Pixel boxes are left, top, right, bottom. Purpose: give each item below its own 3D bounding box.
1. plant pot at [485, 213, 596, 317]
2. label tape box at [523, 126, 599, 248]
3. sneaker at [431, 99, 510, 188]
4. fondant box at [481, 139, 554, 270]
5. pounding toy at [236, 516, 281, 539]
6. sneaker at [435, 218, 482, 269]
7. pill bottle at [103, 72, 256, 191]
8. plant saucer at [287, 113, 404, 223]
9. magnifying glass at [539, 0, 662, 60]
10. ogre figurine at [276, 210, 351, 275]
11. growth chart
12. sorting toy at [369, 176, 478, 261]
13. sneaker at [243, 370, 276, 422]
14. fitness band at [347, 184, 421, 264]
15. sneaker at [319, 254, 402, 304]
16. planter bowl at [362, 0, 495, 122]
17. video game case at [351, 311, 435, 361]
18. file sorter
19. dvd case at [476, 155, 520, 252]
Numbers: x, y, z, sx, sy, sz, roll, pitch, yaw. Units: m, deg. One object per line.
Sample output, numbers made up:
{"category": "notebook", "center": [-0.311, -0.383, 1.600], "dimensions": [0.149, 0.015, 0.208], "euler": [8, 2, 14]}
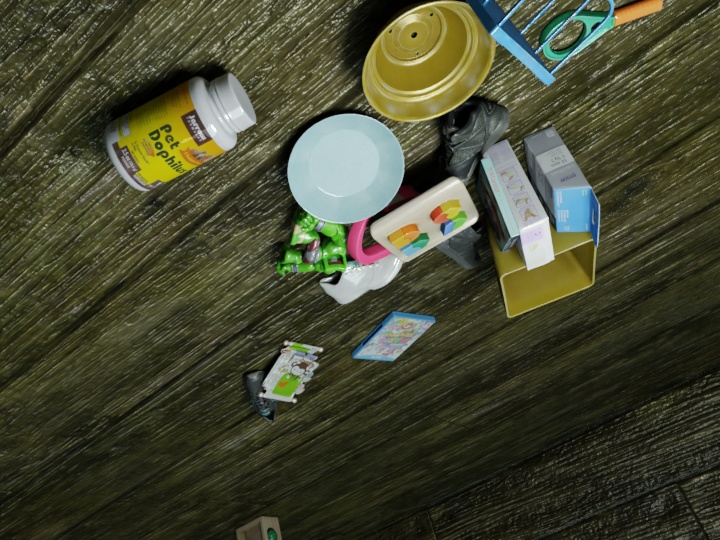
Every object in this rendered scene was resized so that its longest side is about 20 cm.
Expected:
{"category": "plant pot", "center": [0.364, -0.049, 1.362], "dimensions": [0.198, 0.178, 0.200], "euler": [-22, 148, 5]}
{"category": "label tape box", "center": [0.379, -0.147, 1.211], "dimensions": [0.065, 0.202, 0.144], "euler": [-20, 146, 7]}
{"category": "sneaker", "center": [0.162, -0.216, 1.128], "dimensions": [0.113, 0.077, 0.200], "euler": [9, 134, -32]}
{"category": "fondant box", "center": [0.294, -0.123, 1.206], "dimensions": [0.058, 0.201, 0.145], "euler": [-23, 145, 7]}
{"category": "pounding toy", "center": [-0.385, 1.132, 2.662], "dimensions": [0.199, 0.185, 0.142], "euler": [-34, 143, 22]}
{"category": "sneaker", "center": [0.227, -0.070, 1.374], "dimensions": [0.104, 0.061, 0.199], "euler": [-34, 140, 30]}
{"category": "pill bottle", "center": [-0.253, -0.201, 0.919], "dimensions": [0.198, 0.110, 0.109], "euler": [-25, 146, 9]}
{"category": "plant saucer", "center": [-0.026, -0.176, 1.094], "dimensions": [0.199, 0.039, 0.203], "euler": [-6, 125, -8]}
{"category": "magnifying glass", "center": [0.383, -0.394, 1.028], "dimensions": [0.198, 0.023, 0.080], "euler": [-21, 146, 2]}
{"category": "ogre figurine", "center": [-0.085, -0.044, 1.234], "dimensions": [0.119, 0.099, 0.201], "euler": [10, 127, -19]}
{"category": "growth chart", "center": [-0.175, 0.261, 1.646], "dimensions": [0.144, 0.018, 0.201], "euler": [11, 118, -38]}
{"category": "sorting toy", "center": [0.127, -0.083, 1.196], "dimensions": [0.184, 0.037, 0.200], "euler": [-30, 157, 11]}
{"category": "sneaker", "center": [-0.254, 0.331, 1.695], "dimensions": [0.075, 0.080, 0.201], "euler": [-16, 144, -1]}
{"category": "fitness band", "center": [0.050, -0.087, 1.225], "dimensions": [0.199, 0.037, 0.145], "euler": [-24, 144, -45]}
{"category": "sneaker", "center": [0.000, 0.000, 1.364], "dimensions": [0.199, 0.076, 0.088], "euler": [-34, 131, 24]}
{"category": "planter bowl", "center": [0.088, -0.321, 0.934], "dimensions": [0.198, 0.084, 0.201], "euler": [-12, 146, -8]}
{"category": "video game case", "center": [0.086, 0.176, 1.691], "dimensions": [0.142, 0.018, 0.200], "euler": [9, 137, -36]}
{"category": "file sorter", "center": [0.207, -0.369, 0.822], "dimensions": [0.138, 0.201, 0.123], "euler": [19, 130, -42]}
{"category": "dvd case", "center": [0.250, -0.115, 1.181], "dimensions": [0.022, 0.147, 0.200], "euler": [-20, 172, 4]}
